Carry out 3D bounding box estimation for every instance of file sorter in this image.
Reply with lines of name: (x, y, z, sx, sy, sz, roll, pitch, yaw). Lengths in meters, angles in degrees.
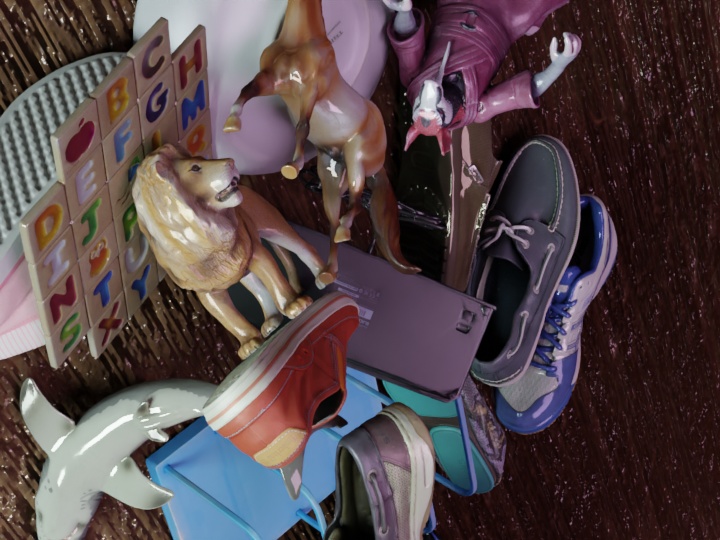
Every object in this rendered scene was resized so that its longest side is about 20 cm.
file sorter: (-0.026, 0.152, 1.112, 0.199, 0.122, 0.140, -37, 134, -28)

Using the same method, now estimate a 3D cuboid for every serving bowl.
serving bowl: (-0.045, -0.151, 0.979, 0.199, 0.065, 0.203, -23, 124, -38)

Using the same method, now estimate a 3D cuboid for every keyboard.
keyboard: (0.000, 0.000, 1.057, 0.198, 0.021, 0.129, 22, 93, -13)

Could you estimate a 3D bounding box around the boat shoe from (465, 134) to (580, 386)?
boat shoe: (0.122, -0.012, 1.197, 0.062, 0.072, 0.203, 30, 74, -69)

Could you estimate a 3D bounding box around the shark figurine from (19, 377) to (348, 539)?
shark figurine: (-0.127, 0.095, 0.993, 0.090, 0.212, 0.129, -67, 135, -70)

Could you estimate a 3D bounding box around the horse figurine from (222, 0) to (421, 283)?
horse figurine: (-0.020, -0.083, 0.932, 0.201, 0.049, 0.134, 56, 36, -40)

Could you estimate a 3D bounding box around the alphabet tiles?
alphabet tiles: (-0.133, -0.041, 0.883, 0.167, 0.006, 0.201, -53, 161, -32)

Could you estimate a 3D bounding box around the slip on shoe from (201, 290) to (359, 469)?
slip on shoe: (-0.037, 0.065, 0.940, 0.074, 0.061, 0.200, -41, -177, 19)

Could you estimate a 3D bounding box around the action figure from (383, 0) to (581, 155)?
action figure: (0.066, -0.158, 1.038, 0.133, 0.149, 0.202, 30, 68, -9)

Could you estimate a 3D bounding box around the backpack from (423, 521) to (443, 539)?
backpack: (0.015, 0.311, 1.195, 0.199, 0.183, 0.147, -38, 161, -8)

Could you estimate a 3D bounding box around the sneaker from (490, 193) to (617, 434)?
sneaker: (0.150, 0.030, 1.254, 0.088, 0.074, 0.202, 62, 46, -67)

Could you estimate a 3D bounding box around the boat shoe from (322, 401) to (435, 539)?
boat shoe: (0.006, 0.183, 1.021, 0.064, 0.072, 0.203, -12, 122, -29)

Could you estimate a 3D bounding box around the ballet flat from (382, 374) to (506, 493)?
ballet flat: (0.067, 0.100, 1.241, 0.072, 0.072, 0.201, -48, 138, -17)

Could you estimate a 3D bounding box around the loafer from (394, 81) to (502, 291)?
loafer: (0.068, -0.064, 1.136, 0.067, 0.076, 0.203, -14, 120, -35)

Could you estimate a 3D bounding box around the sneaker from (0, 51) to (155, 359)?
sneaker: (-0.180, -0.032, 0.898, 0.201, 0.075, 0.105, -53, 158, -28)

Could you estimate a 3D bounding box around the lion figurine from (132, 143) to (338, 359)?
lion figurine: (-0.079, -0.019, 0.940, 0.072, 0.123, 0.200, -38, -179, 2)
